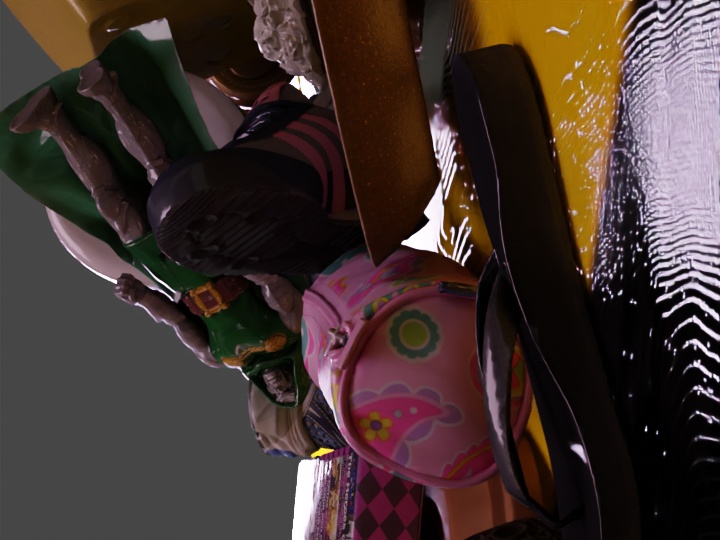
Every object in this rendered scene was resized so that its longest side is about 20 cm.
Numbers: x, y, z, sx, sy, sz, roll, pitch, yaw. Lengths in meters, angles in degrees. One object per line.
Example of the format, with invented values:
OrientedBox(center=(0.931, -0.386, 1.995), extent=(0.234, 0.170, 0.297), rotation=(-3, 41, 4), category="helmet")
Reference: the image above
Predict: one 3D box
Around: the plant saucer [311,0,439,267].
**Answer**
OrientedBox(center=(0.002, -0.103, 0.912), extent=(0.200, 0.036, 0.201), rotation=(-11, -90, -88), category="plant saucer")

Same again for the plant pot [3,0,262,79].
OrientedBox(center=(-0.110, -0.201, 1.161), extent=(0.177, 0.199, 0.200), rotation=(63, 171, 15), category="plant pot")

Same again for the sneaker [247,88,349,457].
OrientedBox(center=(0.000, 0.000, 1.147), extent=(0.077, 0.085, 0.201), rotation=(46, -132, -72), category="sneaker")

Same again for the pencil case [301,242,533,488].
OrientedBox(center=(0.019, 0.034, 0.934), extent=(0.200, 0.087, 0.088), rotation=(-129, 25, -83), category="pencil case")

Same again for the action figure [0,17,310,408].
OrientedBox(center=(-0.082, -0.011, 1.052), extent=(0.200, 0.118, 0.055), rotation=(52, -150, -24), category="action figure")

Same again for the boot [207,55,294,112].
OrientedBox(center=(-0.076, -0.119, 1.338), extent=(0.200, 0.076, 0.156), rotation=(-104, 20, -47), category="boot")

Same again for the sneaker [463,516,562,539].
OrientedBox(center=(0.076, 0.168, 0.814), extent=(0.200, 0.070, 0.076), rotation=(-115, 11, -63), category="sneaker")

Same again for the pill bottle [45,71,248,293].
OrientedBox(center=(-0.088, -0.035, 1.197), extent=(0.200, 0.112, 0.113), rotation=(35, -142, -76), category="pill bottle")

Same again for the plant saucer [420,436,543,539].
OrientedBox(center=(0.040, 0.165, 0.980), extent=(0.200, 0.037, 0.201), rotation=(-174, 90, -82), category="plant saucer")

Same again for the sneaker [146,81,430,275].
OrientedBox(center=(-0.043, -0.046, 0.996), extent=(0.200, 0.070, 0.082), rotation=(6, -122, -65), category="sneaker")

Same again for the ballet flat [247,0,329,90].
OrientedBox(center=(-0.041, -0.169, 1.020), extent=(0.072, 0.071, 0.201), rotation=(-112, 9, -50), category="ballet flat")

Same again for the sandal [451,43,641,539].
OrientedBox(center=(0.055, 0.023, 0.776), extent=(0.076, 0.043, 0.201), rotation=(170, 86, -84), category="sandal")

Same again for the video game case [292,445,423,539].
OrientedBox(center=(-0.009, 0.184, 1.041), extent=(0.181, 0.036, 0.201), rotation=(139, 136, -77), category="video game case")
